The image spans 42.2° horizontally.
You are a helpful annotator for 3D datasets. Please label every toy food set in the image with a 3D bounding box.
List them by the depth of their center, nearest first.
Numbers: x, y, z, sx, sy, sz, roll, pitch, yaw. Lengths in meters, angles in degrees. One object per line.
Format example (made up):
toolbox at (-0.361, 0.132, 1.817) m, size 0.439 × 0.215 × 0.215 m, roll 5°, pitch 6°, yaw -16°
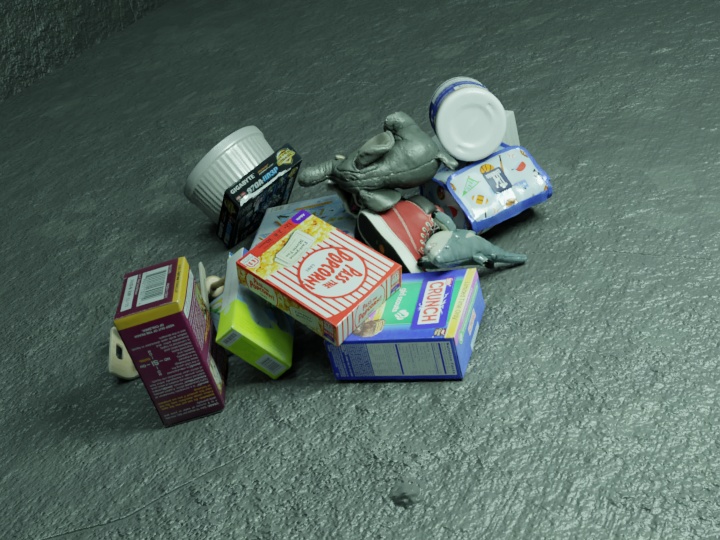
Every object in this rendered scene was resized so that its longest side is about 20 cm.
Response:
toy food set at (-0.336, 0.079, 1.559) m, size 0.199 × 0.061 × 0.144 m, roll -37°, pitch 29°, yaw 6°

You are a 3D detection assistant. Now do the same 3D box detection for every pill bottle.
pill bottle at (0.179, -0.269, 1.610) m, size 0.118 × 0.121 × 0.200 m, roll -15°, pitch 19°, yaw 4°

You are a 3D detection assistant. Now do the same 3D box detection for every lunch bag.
lunch bag at (0.210, -0.139, 1.600) m, size 0.168 × 0.125 × 0.200 m, roll -25°, pitch 30°, yaw -13°

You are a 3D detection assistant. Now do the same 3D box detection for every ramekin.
ramekin at (-0.244, -0.179, 1.853) m, size 0.200 × 0.105 × 0.200 m, roll -43°, pitch -7°, yaw -7°

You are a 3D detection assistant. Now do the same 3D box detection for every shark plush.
shark plush at (0.172, -0.016, 1.436) m, size 0.083 × 0.198 × 0.092 m, roll 39°, pitch 105°, yaw 52°

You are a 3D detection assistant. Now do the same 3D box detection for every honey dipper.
honey dipper at (-0.237, 0.022, 1.581) m, size 0.038 × 0.038 × 0.200 m, roll -31°, pitch 6°, yaw -22°

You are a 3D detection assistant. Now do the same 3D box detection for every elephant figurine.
elephant figurine at (0.024, -0.163, 1.532) m, size 0.198 × 0.143 × 0.155 m, roll -28°, pitch -10°, yaw -31°

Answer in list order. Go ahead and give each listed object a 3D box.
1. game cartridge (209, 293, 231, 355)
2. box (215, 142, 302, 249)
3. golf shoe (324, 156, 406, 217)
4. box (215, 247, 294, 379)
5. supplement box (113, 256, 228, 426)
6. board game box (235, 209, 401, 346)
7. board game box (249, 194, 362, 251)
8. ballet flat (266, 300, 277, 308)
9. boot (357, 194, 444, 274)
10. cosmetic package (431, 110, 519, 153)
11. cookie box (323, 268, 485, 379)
game cartridge at (-0.190, 0.065, 1.572) m, size 0.132 × 0.041 × 0.199 m, roll 19°, pitch 46°, yaw 41°
box at (-0.194, -0.137, 1.761) m, size 0.159 × 0.046 × 0.200 m, roll -41°, pitch -8°, yaw -23°
golf shoe at (0.021, -0.106, 1.620) m, size 0.199 × 0.077 × 0.088 m, roll 41°, pitch 45°, yaw 7°
box at (-0.157, 0.057, 1.444) m, size 0.047 × 0.121 × 0.202 m, roll -37°, pitch 33°, yaw 28°
supplement box at (-0.276, 0.105, 1.384) m, size 0.102 × 0.202 × 0.131 m, roll -16°, pitch 29°, yaw 3°
board game box at (-0.061, 0.006, 1.372) m, size 0.198 × 0.047 × 0.151 m, roll 30°, pitch 53°, yaw 27°
board game box at (-0.090, -0.070, 1.673) m, size 0.197 × 0.042 × 0.200 m, roll -10°, pitch 28°, yaw 13°
ballet flat at (-0.076, -0.001, 1.462) m, size 0.198 × 0.066 × 0.071 m, roll -21°, pitch -16°, yaw -37°
boot at (0.102, -0.042, 1.517) m, size 0.142 × 0.073 × 0.201 m, roll -18°, pitch 55°, yaw -24°
cosmetic package at (0.206, -0.235, 1.806) m, size 0.112 × 0.082 × 0.199 m, roll 16°, pitch 45°, yaw 44°
cookie box at (0.068, 0.078, 1.368) m, size 0.197 × 0.076 × 0.172 m, roll -4°, pitch 32°, yaw 22°
